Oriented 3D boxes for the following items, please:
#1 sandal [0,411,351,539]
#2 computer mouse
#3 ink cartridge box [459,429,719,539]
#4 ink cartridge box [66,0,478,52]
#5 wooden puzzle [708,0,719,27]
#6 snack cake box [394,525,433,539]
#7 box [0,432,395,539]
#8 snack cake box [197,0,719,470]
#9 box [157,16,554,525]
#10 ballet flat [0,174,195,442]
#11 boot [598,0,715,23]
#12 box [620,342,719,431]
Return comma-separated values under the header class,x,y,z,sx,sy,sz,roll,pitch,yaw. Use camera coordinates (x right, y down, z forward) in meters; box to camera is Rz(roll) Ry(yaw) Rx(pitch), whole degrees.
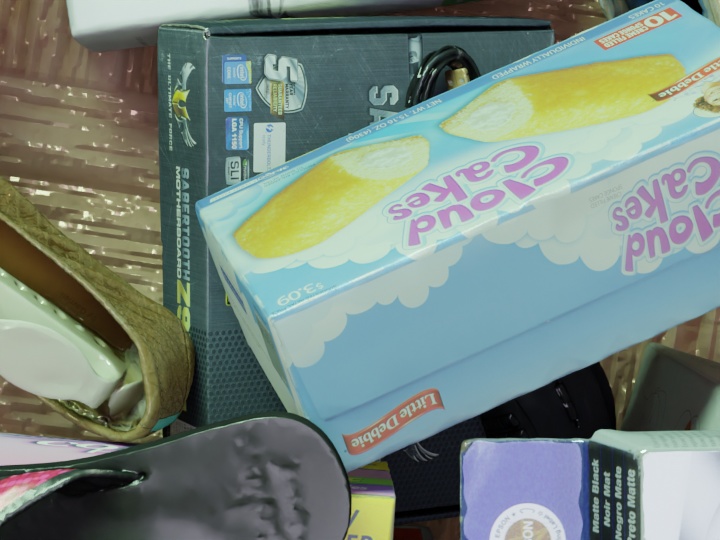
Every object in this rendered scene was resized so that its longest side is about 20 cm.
class,x,y,z,sx,sy,sz,roll,pitch,yaw
sandal,-0.100,0.095,0.750,0.199,0.045,0.076,-19,97,8
computer mouse,0.062,0.008,0.913,0.058,0.034,0.201,-29,110,-24
ink cartridge box,0.133,0.153,0.780,0.198,0.041,0.201,-2,94,-1
ink cartridge box,-0.028,-0.174,0.938,0.198,0.084,0.147,-9,92,-1
wooden puzzle,0.208,-0.140,0.923,0.184,0.046,0.202,-18,96,-35
snack cake box,-0.067,0.143,0.937,0.198,0.115,0.068,1,93,-1
box,-0.081,0.166,0.832,0.174,0.097,0.202,5,92,-1
snack cake box,0.054,-0.016,0.824,0.199,0.115,0.068,-24,115,-8
box,0.000,0.000,0.926,0.157,0.051,0.202,-4,100,-28
ballet flat,-0.146,0.000,0.845,0.200,0.072,0.068,38,104,-12
boot,0.129,-0.158,0.931,0.095,0.073,0.201,-26,95,-43
box,0.152,0.123,0.899,0.106,0.200,0.153,18,93,-3
